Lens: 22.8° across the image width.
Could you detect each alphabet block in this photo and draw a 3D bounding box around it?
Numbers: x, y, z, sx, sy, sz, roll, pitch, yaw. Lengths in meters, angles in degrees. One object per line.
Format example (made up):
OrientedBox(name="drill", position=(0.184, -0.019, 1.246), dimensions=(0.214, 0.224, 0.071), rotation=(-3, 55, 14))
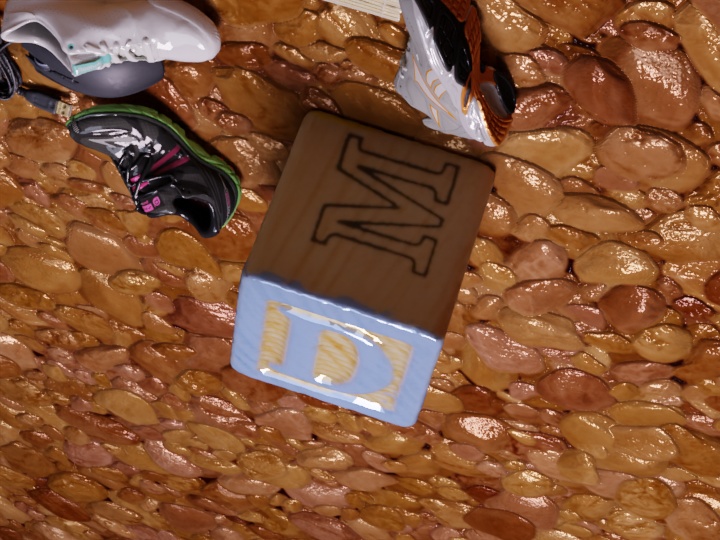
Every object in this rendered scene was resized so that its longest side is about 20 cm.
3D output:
OrientedBox(name="alphabet block", position=(0.000, 0.000, 1.703), dimensions=(0.195, 0.201, 0.196), rotation=(19, 149, 1))

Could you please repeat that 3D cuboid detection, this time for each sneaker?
OrientedBox(name="sneaker", position=(0.059, -0.178, 1.522), dimensions=(0.091, 0.076, 0.200), rotation=(5, 145, 30))
OrientedBox(name="sneaker", position=(-0.203, -0.099, 1.763), dimensions=(0.199, 0.084, 0.077), rotation=(30, 147, -26))
OrientedBox(name="sneaker", position=(-0.228, -0.209, 1.614), dimensions=(0.199, 0.089, 0.075), rotation=(14, 147, 8))

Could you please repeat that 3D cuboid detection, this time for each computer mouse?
OrientedBox(name="computer mouse", position=(-0.285, -0.184, 1.723), dimensions=(0.199, 0.046, 0.141), rotation=(14, 147, 9))

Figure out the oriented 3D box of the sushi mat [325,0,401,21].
OrientedBox(name="sushi mat", position=(-0.055, -0.267, 1.502), dimensions=(0.199, 0.012, 0.096), rotation=(16, 149, 5))
